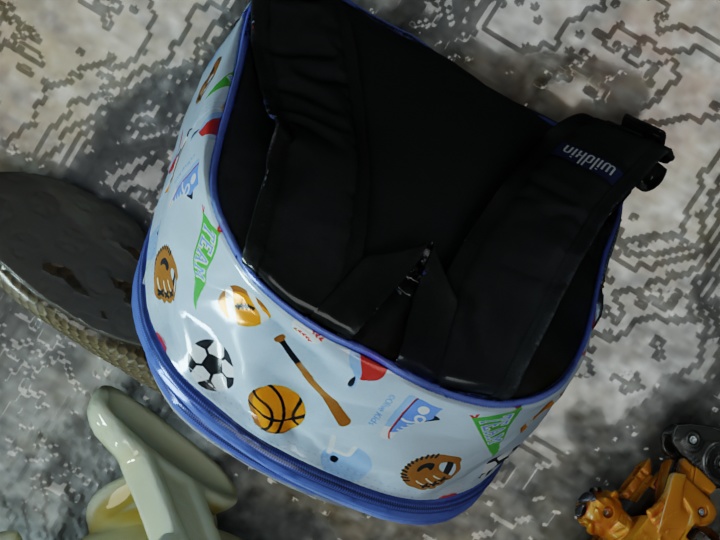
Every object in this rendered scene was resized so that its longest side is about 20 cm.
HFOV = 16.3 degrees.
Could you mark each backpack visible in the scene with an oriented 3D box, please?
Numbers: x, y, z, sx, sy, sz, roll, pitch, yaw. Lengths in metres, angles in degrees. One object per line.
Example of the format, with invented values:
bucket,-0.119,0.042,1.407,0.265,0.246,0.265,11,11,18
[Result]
backpack,0.000,0.000,0.941,0.200,0.191,0.154,24,122,-5

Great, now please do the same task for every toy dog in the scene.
toy dog,-0.116,0.175,1.040,0.200,0.140,0.194,-41,137,11

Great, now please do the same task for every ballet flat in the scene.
ballet flat,-0.080,0.027,1.024,0.200,0.067,0.046,30,137,-10

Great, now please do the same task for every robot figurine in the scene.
robot figurine,0.159,0.159,1.034,0.200,0.058,0.145,43,71,-8
